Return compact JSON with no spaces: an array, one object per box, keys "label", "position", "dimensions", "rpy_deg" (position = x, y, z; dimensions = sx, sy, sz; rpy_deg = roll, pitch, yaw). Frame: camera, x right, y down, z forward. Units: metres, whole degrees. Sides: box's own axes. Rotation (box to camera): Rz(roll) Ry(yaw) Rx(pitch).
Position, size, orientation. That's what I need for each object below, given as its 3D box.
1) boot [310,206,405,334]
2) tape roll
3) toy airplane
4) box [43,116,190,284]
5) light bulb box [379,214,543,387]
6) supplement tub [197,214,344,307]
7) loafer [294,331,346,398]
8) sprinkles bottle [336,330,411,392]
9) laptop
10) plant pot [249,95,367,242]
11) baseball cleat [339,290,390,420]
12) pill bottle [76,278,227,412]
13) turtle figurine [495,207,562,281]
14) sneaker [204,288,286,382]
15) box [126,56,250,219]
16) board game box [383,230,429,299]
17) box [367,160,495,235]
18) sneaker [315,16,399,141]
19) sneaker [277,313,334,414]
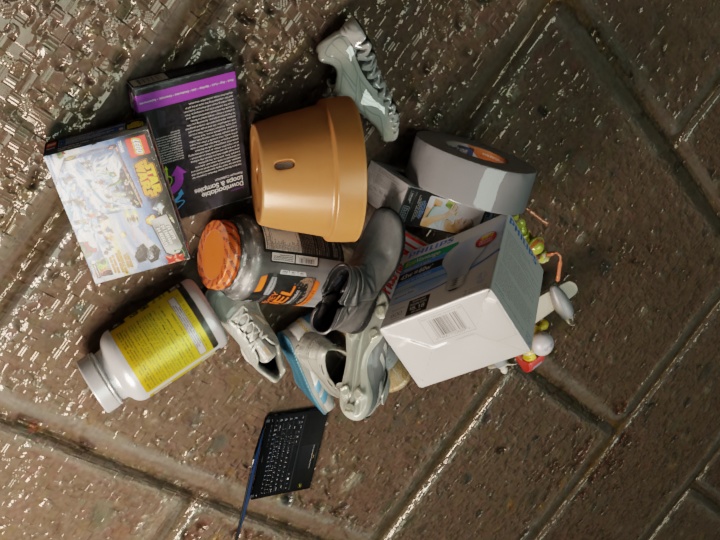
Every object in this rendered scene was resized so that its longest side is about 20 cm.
[{"label":"boot","position":[0.000,0.000,1.337],"dimensions":[0.131,0.068,0.204],"rpy_deg":[16,92,-70]},{"label":"tape roll","position":[0.171,-0.153,1.440],"dimensions":[0.197,0.200,0.068],"rpy_deg":[2,113,-36]},{"label":"toy airplane","position":[0.308,0.100,1.736],"dimensions":[0.196,0.141,0.203],"rpy_deg":[13,110,-39]},{"label":"box","position":[-0.314,-0.088,1.218],"dimensions":[0.134,0.040,0.203],"rpy_deg":[-14,126,-5]},{"label":"light bulb box","position":[0.157,0.043,1.404],"dimensions":[0.195,0.201,0.126],"rpy_deg":[-22,116,30]},{"label":"supplement tub","position":[-0.131,-0.014,1.364],"dimensions":[0.197,0.122,0.125],"rpy_deg":[7,113,-37]},{"label":"loafer","position":[-0.032,0.164,1.490],"dimensions":[0.200,0.069,0.071],"rpy_deg":[42,72,-49]},{"label":"sprinkles bottle","position":[0.013,0.113,1.510],"dimensions":[0.068,0.068,0.201],"rpy_deg":[-41,124,-6]},{"label":"laptop","position":[-0.133,0.347,1.598],"dimensions":[0.196,0.103,0.181],"rpy_deg":[-2,119,-34]},{"label":"plant pot","position":[-0.079,-0.137,1.294],"dimensions":[0.137,0.201,0.204],"rpy_deg":[-4,121,-13]},{"label":"baseball cleat","position":[0.015,0.129,1.446],"dimensions":[0.106,0.068,0.205],"rpy_deg":[11,94,-64]},{"label":"pill bottle","position":[-0.297,0.110,1.328],"dimensions":[0.198,0.112,0.114],"rpy_deg":[-34,132,-14]},{"label":"turtle figurine","position":[0.268,-0.061,1.593],"dimensions":[0.064,0.161,0.201],"rpy_deg":[-42,133,-4]},{"label":"sneaker","position":[-0.165,0.092,1.425],"dimensions":[0.075,0.092,0.201],"rpy_deg":[-39,132,-8]},{"label":"box","position":[-0.228,-0.172,1.257],"dimensions":[0.140,0.036,0.204],"rpy_deg":[-19,125,-24]},{"label":"board game box","position":[0.081,0.025,1.549],"dimensions":[0.197,0.046,0.153],"rpy_deg":[28,100,-21]},{"label":"box","position":[0.108,-0.110,1.483],"dimensions":[0.197,0.116,0.061],"rpy_deg":[11,109,-38]},{"label":"sneaker","position":[-0.002,-0.265,1.347],"dimensions":[0.080,0.076,0.202],"rpy_deg":[-28,130,1]},{"label":"sneaker","position":[-0.071,0.160,1.548],"dimensions":[0.080,0.076,0.203],"rpy_deg":[-34,135,-20]}]
